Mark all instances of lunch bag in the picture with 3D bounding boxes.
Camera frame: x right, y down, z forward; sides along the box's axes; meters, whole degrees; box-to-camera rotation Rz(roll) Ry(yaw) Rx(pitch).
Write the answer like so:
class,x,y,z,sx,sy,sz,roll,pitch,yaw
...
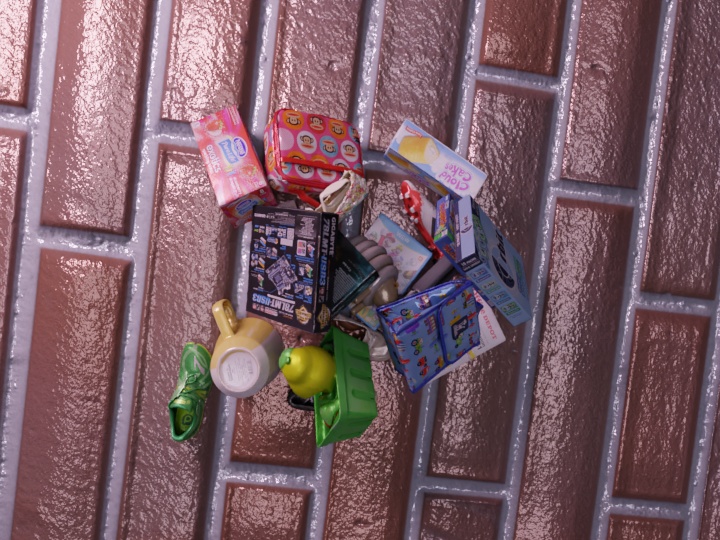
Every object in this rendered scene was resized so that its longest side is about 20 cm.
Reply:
class,x,y,z,sx,sy,sz,roll,pitch,yaw
lunch bag,0.147,0.110,0.995,0.197,0.094,0.153,-26,122,-12
lunch bag,-0.090,-0.211,1.021,0.196,0.081,0.181,3,74,-32

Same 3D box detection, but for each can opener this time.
class,x,y,z,sx,sy,sz,roll,pitch,yaw
can opener,0.117,0.039,1.052,0.199,0.066,0.053,-40,139,-14

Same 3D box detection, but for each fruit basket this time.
class,x,y,z,sx,sy,sz,roll,pitch,yaw
fruit basket,-0.075,0.215,1.006,0.212,0.218,0.157,27,132,-5

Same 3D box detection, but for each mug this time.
class,x,y,z,sx,sy,sz,roll,pitch,yaw
mug,-0.244,0.169,1.032,0.185,0.153,0.151,34,90,-5

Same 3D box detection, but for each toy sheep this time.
class,x,y,z,sx,sy,sz,roll,pitch,yaw
toy sheep,0.000,0.000,1.029,0.138,0.138,0.200,-42,74,-1

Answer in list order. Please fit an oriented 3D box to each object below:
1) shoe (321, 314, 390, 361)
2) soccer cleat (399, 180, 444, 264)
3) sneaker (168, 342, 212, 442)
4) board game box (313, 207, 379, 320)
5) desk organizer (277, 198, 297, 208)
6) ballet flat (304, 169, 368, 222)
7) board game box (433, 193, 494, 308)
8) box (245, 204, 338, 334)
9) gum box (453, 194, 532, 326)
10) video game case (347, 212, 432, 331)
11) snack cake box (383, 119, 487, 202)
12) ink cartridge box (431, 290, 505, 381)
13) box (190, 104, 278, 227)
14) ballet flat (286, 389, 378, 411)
class,x,y,z,sx,sy,sz,roll,pitch,yaw
shoe,-0.017,0.140,1.098,0.196,0.053,0.071,26,90,-5
soccer cleat,0.153,-0.108,1.099,0.084,0.069,0.203,-33,98,-11
sneaker,-0.345,0.251,1.061,0.072,0.084,0.206,7,91,-4
board game box,-0.074,-0.013,0.975,0.135,0.028,0.200,-41,59,-2
desk organizer,-0.142,-0.038,1.073,0.075,0.072,0.205,-17,94,-6
ballet flat,-0.067,-0.108,0.965,0.201,0.075,0.064,-49,134,-8
board game box,0.220,-0.039,1.045,0.034,0.137,0.200,-29,120,32
box,-0.126,-0.009,0.926,0.049,0.197,0.204,-4,100,-46
gum box,0.252,-0.020,0.997,0.044,0.172,0.199,-30,122,31
video game case,0.038,0.002,1.096,0.142,0.018,0.201,38,89,11
snack cake box,0.149,-0.215,1.066,0.197,0.115,0.068,33,89,-5
ink cartridge box,0.182,0.123,1.098,0.197,0.086,0.150,-27,93,-1
box,-0.243,-0.202,1.010,0.098,0.096,0.203,-23,69,-3
ballet flat,-0.058,0.276,1.099,0.194,0.057,0.068,-1,93,-5
